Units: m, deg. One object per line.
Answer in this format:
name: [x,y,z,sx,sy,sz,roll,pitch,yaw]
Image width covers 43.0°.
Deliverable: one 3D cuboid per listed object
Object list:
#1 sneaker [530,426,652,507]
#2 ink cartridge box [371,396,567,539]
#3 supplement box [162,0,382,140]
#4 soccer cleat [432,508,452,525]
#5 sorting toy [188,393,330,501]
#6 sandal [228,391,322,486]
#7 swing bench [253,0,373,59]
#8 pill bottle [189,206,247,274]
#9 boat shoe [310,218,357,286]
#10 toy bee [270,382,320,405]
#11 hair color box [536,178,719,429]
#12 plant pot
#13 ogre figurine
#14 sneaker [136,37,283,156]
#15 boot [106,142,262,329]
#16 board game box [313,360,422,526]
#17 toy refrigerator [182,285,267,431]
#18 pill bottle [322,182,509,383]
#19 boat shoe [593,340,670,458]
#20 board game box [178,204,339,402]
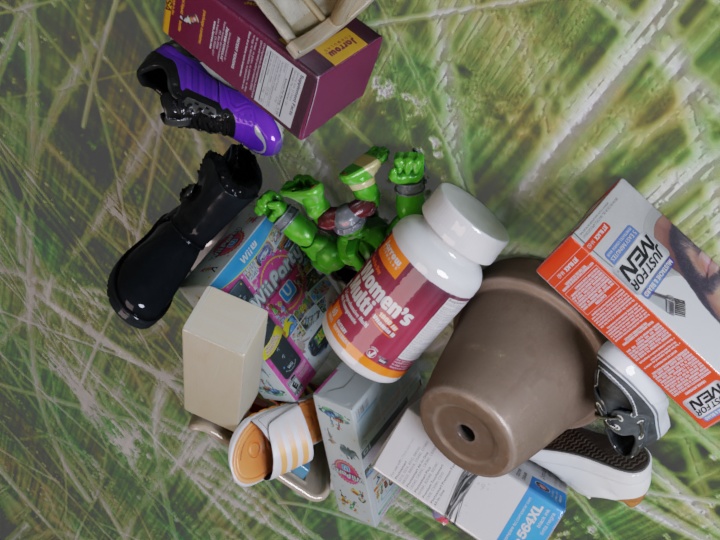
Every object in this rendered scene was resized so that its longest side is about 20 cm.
sneaker: [0.228,0.214,1.036,0.199,0.073,0.085,20,137,34]
ink cartridge box: [0.127,0.231,1.034,0.199,0.146,0.085,33,97,11]
supplement box: [-0.092,-0.242,0.937,0.200,0.110,0.086,39,141,12]
soccer cleat: [0.139,0.268,1.188,0.077,0.066,0.200,61,149,21]
sorting toy: [-0.124,0.210,1.220,0.199,0.185,0.037,31,103,-10]
sandal: [-0.073,0.196,1.131,0.059,0.206,0.080,-4,106,49]
swing bench: [-0.045,-0.335,0.804,0.199,0.130,0.200,51,148,-3]
pill bottle: [-0.162,0.004,1.208,0.115,0.116,0.201,-1,119,45]
boat shoe: [0.000,0.000,1.093,0.199,0.057,0.067,31,141,22]
toy bee: [-0.157,0.183,1.363,0.199,0.109,0.132,6,127,41]
hair color box: [0.267,0.026,0.809,0.200,0.111,0.064,44,141,5]
plant pot: [0.154,0.115,0.945,0.199,0.174,0.202,25,135,27]
ogre figurine: [-0.010,-0.058,1.016,0.198,0.098,0.121,-22,117,5]
sneaker: [-0.184,-0.189,1.079,0.200,0.099,0.070,40,143,11]
boot: [-0.193,-0.046,1.024,0.076,0.201,0.168,39,124,-15]
board game box: [0.020,0.195,1.153,0.064,0.148,0.202,13,130,33]
toy refrigerator: [-0.158,0.105,1.063,0.075,0.070,0.201,22,146,6]
pill bottle: [0.057,0.013,0.952,0.109,0.109,0.200,42,112,8]
boat shoe: [0.256,0.133,0.881,0.069,0.057,0.200,43,176,37]
board game box: [-0.111,0.041,1.134,0.064,0.148,0.201,0,134,45]
